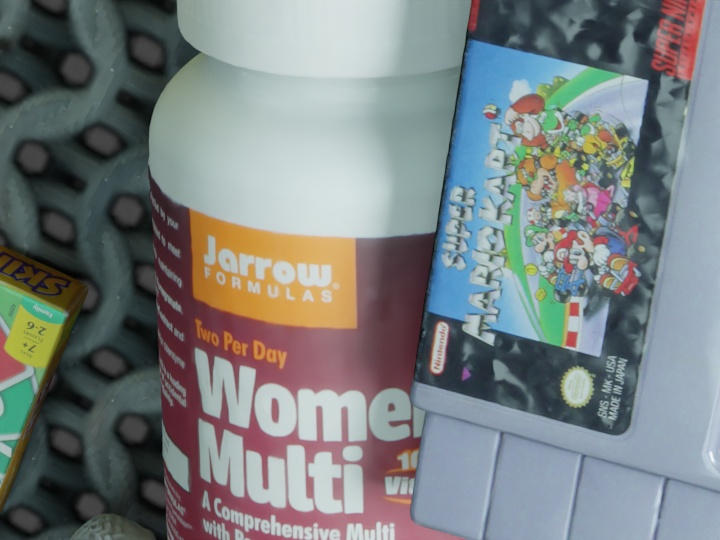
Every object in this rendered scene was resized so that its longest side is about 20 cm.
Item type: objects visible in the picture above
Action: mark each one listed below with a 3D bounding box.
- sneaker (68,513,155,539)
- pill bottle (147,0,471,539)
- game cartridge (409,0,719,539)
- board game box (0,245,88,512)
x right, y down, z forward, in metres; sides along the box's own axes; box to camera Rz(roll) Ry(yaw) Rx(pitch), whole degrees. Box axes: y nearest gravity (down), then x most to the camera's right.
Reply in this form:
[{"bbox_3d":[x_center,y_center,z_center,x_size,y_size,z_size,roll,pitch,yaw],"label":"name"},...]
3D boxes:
[{"bbox_3d":[-0.062,0.166,0.877,0.115,0.075,0.200,21,121,3],"label":"sneaker"},{"bbox_3d":[0.000,0.000,0.768,0.109,0.110,0.200,4,114,11],"label":"pill bottle"},{"bbox_3d":[0.082,-0.019,0.670,0.129,0.038,0.200,13,110,14],"label":"game cartridge"},{"bbox_3d":[-0.159,0.070,0.883,0.095,0.030,0.200,25,119,2],"label":"board game box"}]
